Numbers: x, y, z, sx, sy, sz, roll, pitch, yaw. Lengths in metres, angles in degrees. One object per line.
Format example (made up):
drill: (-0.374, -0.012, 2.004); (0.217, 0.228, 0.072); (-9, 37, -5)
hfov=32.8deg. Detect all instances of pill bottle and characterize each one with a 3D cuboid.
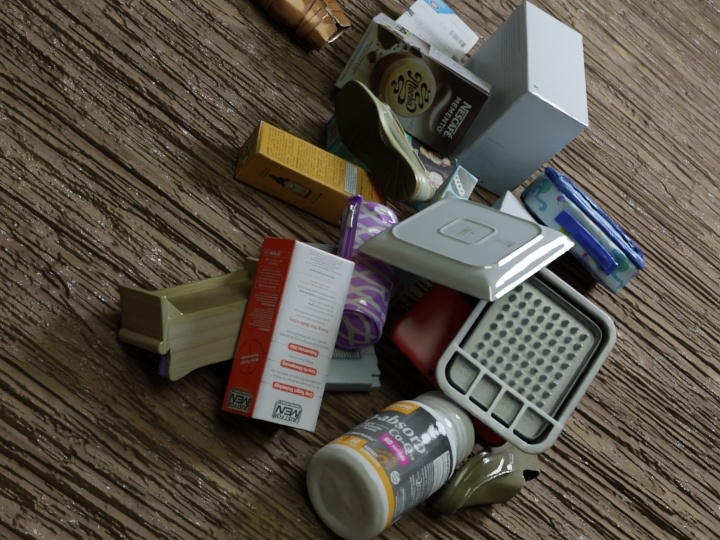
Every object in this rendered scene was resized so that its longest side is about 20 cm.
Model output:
pill bottle: (0.039, 0.220, 1.416); (0.199, 0.116, 0.117); (-27, 78, -46)

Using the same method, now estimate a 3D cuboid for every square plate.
square plate: (0.131, -0.037, 1.488); (0.197, 0.029, 0.199); (21, 33, 33)

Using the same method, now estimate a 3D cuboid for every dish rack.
dish rack: (0.198, 0.103, 1.485); (0.171, 0.044, 0.201); (36, 77, -2)

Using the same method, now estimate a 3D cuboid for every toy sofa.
toy sofa: (-0.174, 0.052, 1.396); (0.199, 0.082, 0.099); (-14, 110, -43)

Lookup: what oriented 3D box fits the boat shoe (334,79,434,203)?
boat shoe: (0.033, -0.172, 1.654); (0.063, 0.073, 0.201); (6, 43, -53)

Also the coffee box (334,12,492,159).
coffee box: (0.079, -0.268, 1.769); (0.199, 0.114, 0.080); (32, 21, -1)

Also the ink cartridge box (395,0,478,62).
ink cartridge box: (0.091, -0.340, 1.898); (0.116, 0.068, 0.200); (43, 43, -4)

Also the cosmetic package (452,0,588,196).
cosmetic package: (0.235, -0.258, 1.856); (0.122, 0.200, 0.201); (24, 48, -22)

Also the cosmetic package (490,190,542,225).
cosmetic package: (0.211, -0.042, 1.713); (0.102, 0.074, 0.200); (45, 16, 0)

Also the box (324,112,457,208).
box: (0.045, -0.156, 1.742); (0.199, 0.049, 0.083); (24, 48, -23)

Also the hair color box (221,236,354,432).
hair color box: (-0.081, 0.073, 1.386); (0.101, 0.061, 0.202); (21, 80, -43)

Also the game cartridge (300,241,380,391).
game cartridge: (-0.055, 0.057, 1.520); (0.132, 0.042, 0.202); (2, 59, -32)

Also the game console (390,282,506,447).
game console: (0.152, 0.097, 1.556); (0.200, 0.119, 0.172); (47, 14, -1)

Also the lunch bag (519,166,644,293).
lunch bag: (0.333, -0.061, 1.830); (0.200, 0.082, 0.161); (44, 11, -5)

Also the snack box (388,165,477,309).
snack box: (0.085, -0.045, 1.644); (0.037, 0.116, 0.201); (37, 44, -7)

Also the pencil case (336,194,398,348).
pencil case: (0.000, 0.000, 1.516); (0.086, 0.083, 0.201); (59, 28, -42)

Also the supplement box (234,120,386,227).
supplement box: (-0.064, -0.121, 1.619); (0.199, 0.067, 0.069); (23, 48, -25)

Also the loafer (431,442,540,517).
loafer: (0.165, 0.258, 1.516); (0.199, 0.076, 0.068); (-24, 70, -45)

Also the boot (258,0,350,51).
boot: (-0.069, -0.423, 1.833); (0.155, 0.074, 0.200); (42, 55, -3)

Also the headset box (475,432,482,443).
headset box: (0.163, 0.105, 1.626); (0.148, 0.077, 0.201); (-21, 76, -45)
